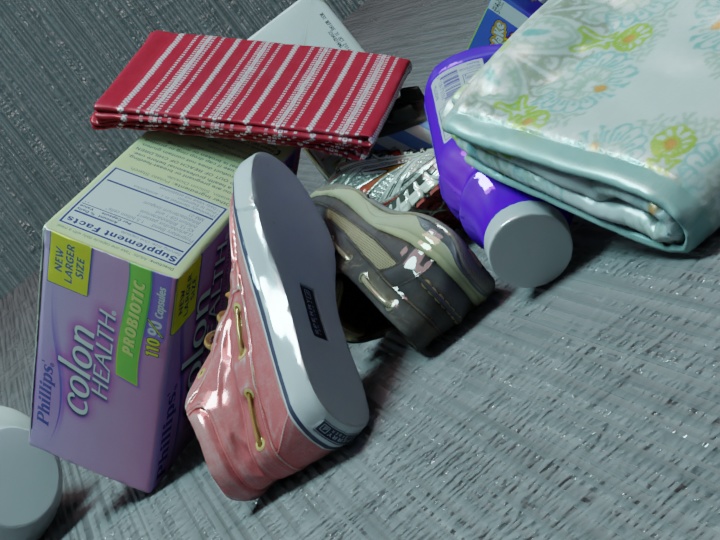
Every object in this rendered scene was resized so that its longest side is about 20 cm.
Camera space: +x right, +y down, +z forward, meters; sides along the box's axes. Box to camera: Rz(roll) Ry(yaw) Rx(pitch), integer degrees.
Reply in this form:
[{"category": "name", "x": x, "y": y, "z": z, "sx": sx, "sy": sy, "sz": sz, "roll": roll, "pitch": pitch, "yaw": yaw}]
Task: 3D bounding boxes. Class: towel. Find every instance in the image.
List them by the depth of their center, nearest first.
[{"category": "towel", "x": 0.154, "y": -0.099, "z": 0.906, "sx": 0.171, "sy": 0.048, "sz": 0.199, "roll": -44, "pitch": 39, "yaw": -15}, {"category": "towel", "x": -0.073, "y": -0.123, "z": 1.208, "sx": 0.198, "sy": 0.023, "sz": 0.145, "roll": 7, "pitch": 31, "yaw": 10}]

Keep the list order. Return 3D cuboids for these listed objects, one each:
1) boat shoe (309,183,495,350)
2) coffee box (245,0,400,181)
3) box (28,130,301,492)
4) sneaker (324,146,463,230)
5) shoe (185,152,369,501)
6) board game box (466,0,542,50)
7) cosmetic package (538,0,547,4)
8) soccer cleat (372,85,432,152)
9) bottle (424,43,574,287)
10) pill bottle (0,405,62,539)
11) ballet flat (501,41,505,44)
[{"category": "boat shoe", "x": 0.000, "y": 0.000, "z": 1.050, "sx": 0.073, "sy": 0.075, "sz": 0.200, "roll": -48, "pitch": 24, "yaw": -13}, {"category": "coffee box", "x": -0.018, "y": -0.126, "z": 1.381, "sx": 0.079, "sy": 0.115, "sz": 0.200, "roll": -37, "pitch": -13, "yaw": 0}, {"category": "box", "x": -0.130, "y": 0.012, "z": 1.185, "sx": 0.200, "sy": 0.096, "sz": 0.177, "roll": -52, "pitch": -22, "yaw": -53}, {"category": "sneaker", "x": 0.022, "y": -0.056, "z": 1.167, "sx": 0.199, "sy": 0.083, "sz": 0.078, "roll": -33, "pitch": -23, "yaw": 19}, {"category": "shoe", "x": -0.061, "y": 0.030, "z": 0.997, "sx": 0.091, "sy": 0.071, "sz": 0.201, "roll": -36, "pitch": 50, "yaw": 25}, {"category": "board game box", "x": 0.148, "y": -0.211, "z": 1.404, "sx": 0.200, "sy": 0.045, "sz": 0.135, "roll": -48, "pitch": -11, "yaw": -41}, {"category": "cosmetic package", "x": 0.229, "y": -0.261, "z": 1.097, "sx": 0.199, "sy": 0.122, "sz": 0.201, "roll": -21, "pitch": 50, "yaw": 54}, {"category": "soccer cleat", "x": 0.089, "y": -0.091, "z": 1.218, "sx": 0.198, "sy": 0.087, "sz": 0.070, "roll": -7, "pitch": 29, "yaw": 22}, {"category": "bottle", "x": 0.085, "y": -0.063, "z": 1.016, "sx": 0.083, "sy": 0.066, "sz": 0.201, "roll": -12, "pitch": 32, "yaw": 3}, {"category": "pill bottle", "x": -0.287, "y": 0.159, "z": 1.285, "sx": 0.111, "sy": 0.111, "sz": 0.199, "roll": -44, "pitch": 13, "yaw": -29}, {"category": "ballet flat", "x": 0.079, "y": -0.105, "z": 1.289, "sx": 0.199, "sy": 0.062, "sz": 0.068, "roll": -33, "pitch": 40, "yaw": 20}]
